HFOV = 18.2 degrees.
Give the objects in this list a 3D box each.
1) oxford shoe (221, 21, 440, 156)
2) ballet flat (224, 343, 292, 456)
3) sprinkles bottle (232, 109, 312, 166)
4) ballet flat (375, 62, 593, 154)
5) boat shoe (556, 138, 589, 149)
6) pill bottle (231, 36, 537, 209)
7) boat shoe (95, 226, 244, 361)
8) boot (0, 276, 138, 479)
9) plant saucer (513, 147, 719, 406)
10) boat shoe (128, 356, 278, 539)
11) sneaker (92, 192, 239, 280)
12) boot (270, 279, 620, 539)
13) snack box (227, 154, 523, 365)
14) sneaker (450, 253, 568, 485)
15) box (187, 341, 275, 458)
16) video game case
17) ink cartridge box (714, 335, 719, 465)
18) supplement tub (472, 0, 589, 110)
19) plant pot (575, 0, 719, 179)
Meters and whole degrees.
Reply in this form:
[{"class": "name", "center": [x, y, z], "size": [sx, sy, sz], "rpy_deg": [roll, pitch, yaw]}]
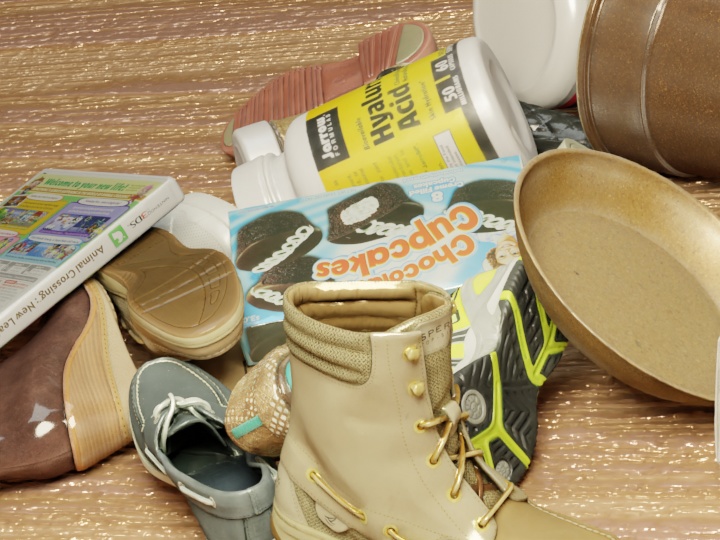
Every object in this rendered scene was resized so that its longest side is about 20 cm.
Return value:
[{"class": "oxford shoe", "center": [-0.017, -0.123, 1.781], "size": [0.199, 0.074, 0.071], "rpy_deg": [-20, 43, 23]}, {"class": "ballet flat", "center": [-0.025, 0.060, 1.317], "size": [0.065, 0.071, 0.200], "rpy_deg": [-30, -4, 25]}, {"class": "sprinkles bottle", "center": [0.006, -0.101, 1.705], "size": [0.199, 0.069, 0.068], "rpy_deg": [-17, 25, -9]}, {"class": "ballet flat", "center": [0.099, -0.101, 1.642], "size": [0.199, 0.067, 0.057], "rpy_deg": [23, 25, 20]}, {"class": "boat shoe", "center": [0.145, -0.009, 1.474], "size": [0.068, 0.072, 0.200], "rpy_deg": [-45, 24, 22]}, {"class": "pill bottle", "center": [0.015, -0.074, 1.571], "size": [0.199, 0.112, 0.111], "rpy_deg": [-25, 22, 13]}, {"class": "boat shoe", "center": [-0.115, 0.025, 1.445], "size": [0.071, 0.065, 0.200], "rpy_deg": [-25, 22, -13]}, {"class": "boot", "center": [-0.231, 0.073, 1.445], "size": [0.166, 0.073, 0.200], "rpy_deg": [-16, 29, -13]}, {"class": "plant saucer", "center": [0.167, 0.011, 1.328], "size": [0.199, 0.035, 0.201], "rpy_deg": [23, 36, -18]}, {"class": "boat shoe", "center": [-0.089, 0.098, 1.307], "size": [0.073, 0.062, 0.200], "rpy_deg": [-22, 37, -12]}, {"class": "sneaker", "center": [-0.163, -0.002, 1.584], "size": [0.115, 0.074, 0.200], "rpy_deg": [-34, 24, -34]}, {"class": "boot", "center": [0.048, 0.090, 1.163], "size": [0.199, 0.156, 0.073], "rpy_deg": [14, 29, 22]}, {"class": "snack box", "center": [0.017, -0.008, 1.454], "size": [0.199, 0.037, 0.116], "rpy_deg": [-11, 42, 3]}, {"class": "sneaker", "center": [0.060, 0.075, 1.308], "size": [0.076, 0.076, 0.200], "rpy_deg": [-18, 28, 41]}, {"class": "box", "center": [-0.015, 0.061, 1.430], "size": [0.199, 0.021, 0.164], "rpy_deg": [-14, 25, -2]}, {"class": "video game case", "center": [-0.235, -0.008, 1.538], "size": [0.182, 0.022, 0.200], "rpy_deg": [-41, 24, -24]}, {"class": "ink cartridge box", "center": [0.286, 0.035, 1.247], "size": [0.144, 0.084, 0.200], "rpy_deg": [8, 30, 18]}, {"class": "supplement tub", "center": [0.198, -0.195, 1.687], "size": [0.199, 0.141, 0.140], "rpy_deg": [-7, 20, -29]}, {"class": "plant pot", "center": [0.285, -0.137, 1.527], "size": [0.198, 0.201, 0.200], "rpy_deg": [22, 41, 39]}]
